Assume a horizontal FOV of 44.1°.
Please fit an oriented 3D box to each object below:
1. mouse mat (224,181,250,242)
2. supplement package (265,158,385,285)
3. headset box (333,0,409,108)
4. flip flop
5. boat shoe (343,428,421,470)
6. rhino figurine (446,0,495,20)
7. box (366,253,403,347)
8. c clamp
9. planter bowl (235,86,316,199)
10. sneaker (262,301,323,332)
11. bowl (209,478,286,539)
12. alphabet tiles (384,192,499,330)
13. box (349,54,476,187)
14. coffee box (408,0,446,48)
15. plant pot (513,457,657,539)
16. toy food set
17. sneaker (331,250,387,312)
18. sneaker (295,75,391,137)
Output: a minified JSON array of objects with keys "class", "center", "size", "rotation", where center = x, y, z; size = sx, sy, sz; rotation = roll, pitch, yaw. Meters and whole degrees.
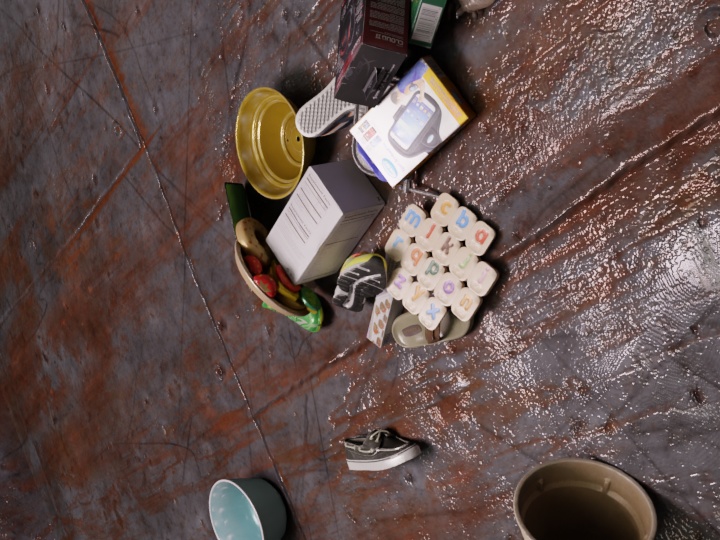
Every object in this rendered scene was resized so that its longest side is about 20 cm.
[{"class":"mouse mat","center":[-0.231,-0.092,1.740],"size":[0.007,0.200,0.164],"rotation":[-11,94,4]},{"class":"supplement package","center":[-0.065,-0.087,1.588],"size":[0.110,0.113,0.201],"rotation":[54,133,19]},{"class":"headset box","center":[0.017,-0.359,1.353],"size":[0.149,0.074,0.203],"rotation":[130,148,-61]},{"class":"flip flop","center":[0.114,0.087,1.489],"size":[0.199,0.057,0.082],"rotation":[-24,84,47]},{"class":"boat shoe","center":[0.032,0.328,1.643],"size":[0.199,0.070,0.065],"rotation":[-20,88,50]},{"class":"rhino figurine","center":[0.179,-0.426,1.263],"size":[0.200,0.059,0.088],"rotation":[-43,68,47]},{"class":"box","center":[0.055,0.039,1.553],"size":[0.039,0.041,0.203],"rotation":[34,126,35]},{"class":"c clamp","center":[0.063,-0.223,1.450],"size":[0.168,0.027,0.204],"rotation":[8,111,25]},{"class":"planter bowl","center":[-0.140,-0.239,1.645],"size":[0.199,0.083,0.204],"rotation":[16,113,43]},{"class":"sneaker","center":[-0.149,0.065,1.747],"size":[0.199,0.083,0.075],"rotation":[34,124,35]},{"class":"bowl","center":[-0.237,0.543,1.974],"size":[0.199,0.104,0.204],"rotation":[18,115,43]},{"class":"alphabet tiles","center":[0.128,-0.014,1.435],"size":[0.200,0.014,0.197],"rotation":[42,113,29]},{"class":"box","center":[0.072,-0.226,1.405],"size":[0.200,0.041,0.120],"rotation":[-41,85,30]},{"class":"coffee box","center":[0.107,-0.445,1.304],"size":[0.124,0.043,0.202],"rotation":[-103,26,-55]},{"class":"plant pot","center":[0.316,0.411,1.295],"size":[0.199,0.199,0.186],"rotation":[28,133,38]},{"class":"toy food set","center":[-0.153,0.002,1.646],"size":[0.049,0.197,0.201],"rotation":[-42,39,19]},{"class":"sneaker","center":[0.000,0.000,1.540],"size":[0.200,0.077,0.092],"rotation":[135,155,-65]},{"class":"sneaker","center":[-0.018,-0.297,1.508],"size":[0.198,0.079,0.079],"rotation":[-28,90,22]}]
